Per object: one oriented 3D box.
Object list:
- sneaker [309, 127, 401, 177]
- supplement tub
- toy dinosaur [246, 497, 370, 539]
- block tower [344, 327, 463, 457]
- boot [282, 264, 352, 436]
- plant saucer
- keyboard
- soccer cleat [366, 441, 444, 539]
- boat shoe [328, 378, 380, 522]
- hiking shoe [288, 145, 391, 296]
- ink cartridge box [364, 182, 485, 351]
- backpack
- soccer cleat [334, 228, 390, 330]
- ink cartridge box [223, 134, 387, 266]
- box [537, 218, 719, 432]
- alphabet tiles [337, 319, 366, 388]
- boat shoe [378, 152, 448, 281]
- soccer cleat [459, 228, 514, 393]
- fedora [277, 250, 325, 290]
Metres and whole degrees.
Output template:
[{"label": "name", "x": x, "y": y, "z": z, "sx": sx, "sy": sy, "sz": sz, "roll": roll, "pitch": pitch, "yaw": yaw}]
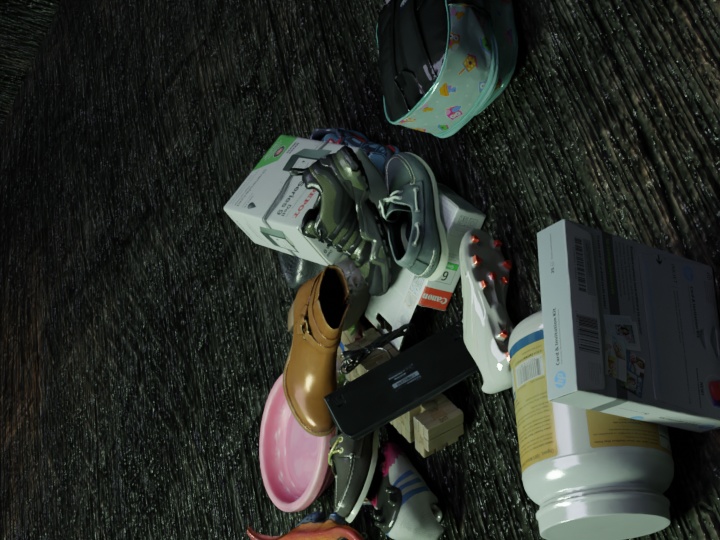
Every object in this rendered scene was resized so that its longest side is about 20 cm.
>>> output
[{"label": "sneaker", "x": -0.015, "y": -0.158, "z": 1.606, "sx": 0.199, "sy": 0.094, "sz": 0.080, "roll": 31, "pitch": 105, "yaw": 57}, {"label": "supplement tub", "x": 0.220, "y": 0.147, "z": 1.073, "sx": 0.144, "sy": 0.143, "sz": 0.203, "roll": -33, "pitch": 52, "yaw": 48}, {"label": "toy dinosaur", "x": -0.044, "y": 0.353, "z": 1.427, "sx": 0.182, "sy": 0.197, "sz": 0.107, "roll": 104, "pitch": 154, "yaw": -76}, {"label": "block tower", "x": 0.048, "y": 0.151, "z": 1.389, "sx": 0.200, "sy": 0.057, "sz": 0.055, "roll": 43, "pitch": 146, "yaw": 47}, {"label": "boot", "x": -0.046, "y": 0.103, "z": 1.462, "sx": 0.155, "sy": 0.075, "sz": 0.203, "roll": 133, "pitch": 139, "yaw": -61}, {"label": "plant saucer", "x": -0.081, "y": 0.241, "z": 1.599, "sx": 0.200, "sy": 0.050, "sz": 0.204, "roll": -25, "pitch": 61, "yaw": 55}, {"label": "keyboard", "x": 0.046, "y": 0.120, "z": 1.359, "sx": 0.198, "sy": 0.021, "sz": 0.128, "roll": -28, "pitch": 47, "yaw": -6}, {"label": "soccer cleat", "x": 0.054, "y": 0.278, "z": 1.371, "sx": 0.071, "sy": 0.085, "sz": 0.200, "roll": -62, "pitch": 11, "yaw": 12}, {"label": "boat shoe", "x": -0.012, "y": 0.224, "z": 1.417, "sx": 0.072, "sy": 0.060, "sz": 0.203, "roll": -54, "pitch": 15, "yaw": 42}, {"label": "hiking shoe", "x": -0.022, "y": -0.054, "z": 1.419, "sx": 0.076, "sy": 0.099, "sz": 0.203, "roll": -93, "pitch": -15, "yaw": -69}, {"label": "ink cartridge box", "x": 0.080, "y": -0.005, "z": 1.444, "sx": 0.109, "sy": 0.050, "sz": 0.203, "roll": 43, "pitch": 116, "yaw": 54}, {"label": "backpack", "x": 0.105, "y": -0.269, "z": 1.401, "sx": 0.175, "sy": 0.152, "sz": 0.203, "roll": -39, "pitch": 38, "yaw": 48}, {"label": "soccer cleat", "x": 0.000, "y": 0.000, "z": 1.529, "sx": 0.202, "sy": 0.068, "sz": 0.078, "roll": -63, "pitch": 13, "yaw": 17}, {"label": "ink cartridge box", "x": -0.074, "y": -0.100, "z": 1.535, "sx": 0.199, "sy": 0.084, "sz": 0.147, "roll": 16, "pitch": 64, "yaw": 52}, {"label": "box", "x": 0.248, "y": 0.053, "z": 1.011, "sx": 0.041, "sy": 0.198, "sz": 0.158, "roll": -29, "pitch": 55, "yaw": 51}, {"label": "alphabet tiles", "x": -0.021, "y": 0.163, "z": 1.582, "sx": 0.168, "sy": 0.006, "sz": 0.200, "roll": -63, "pitch": 34, "yaw": 21}, {"label": "boat shoe", "x": 0.057, "y": -0.077, "z": 1.399, "sx": 0.073, "sy": 0.061, "sz": 0.202, "roll": -50, "pitch": 40, "yaw": 38}, {"label": "soccer cleat", "x": 0.144, "y": 0.045, "z": 1.310, "sx": 0.078, "sy": 0.068, "sz": 0.203, "roll": -45, "pitch": 47, "yaw": 45}, {"label": "fedora", "x": -0.066, "y": -0.035, "z": 1.644, "sx": 0.200, "sy": 0.091, "sz": 0.204, "roll": -28, "pitch": 55, "yaw": 51}]
